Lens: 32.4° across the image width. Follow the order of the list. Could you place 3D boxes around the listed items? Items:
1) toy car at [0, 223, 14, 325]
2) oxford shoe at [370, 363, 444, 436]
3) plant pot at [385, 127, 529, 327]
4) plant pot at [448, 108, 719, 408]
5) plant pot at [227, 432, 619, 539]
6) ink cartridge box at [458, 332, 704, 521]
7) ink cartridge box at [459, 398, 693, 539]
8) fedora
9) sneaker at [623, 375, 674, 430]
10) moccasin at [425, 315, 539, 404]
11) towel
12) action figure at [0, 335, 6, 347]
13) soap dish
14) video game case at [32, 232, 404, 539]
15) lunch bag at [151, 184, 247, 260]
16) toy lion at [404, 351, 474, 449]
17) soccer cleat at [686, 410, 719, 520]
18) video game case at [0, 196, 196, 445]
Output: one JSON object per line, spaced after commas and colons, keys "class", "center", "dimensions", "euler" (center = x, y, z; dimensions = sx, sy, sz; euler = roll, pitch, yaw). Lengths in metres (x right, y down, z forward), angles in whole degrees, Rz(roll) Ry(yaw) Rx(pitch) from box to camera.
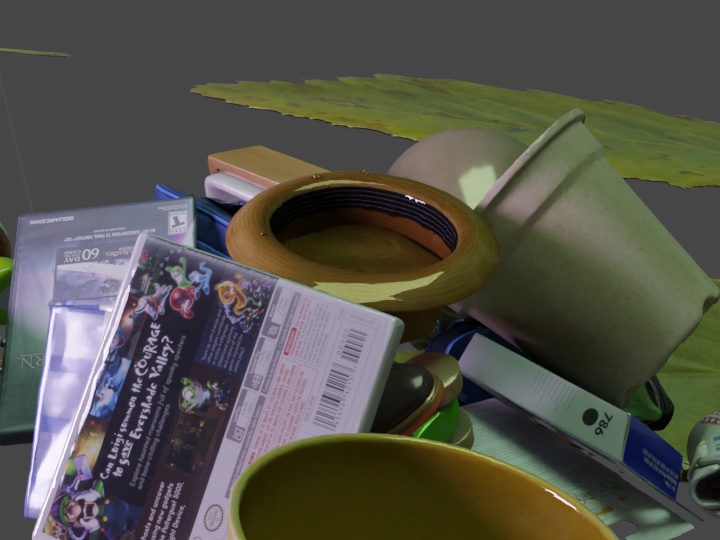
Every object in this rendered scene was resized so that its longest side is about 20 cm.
{"class": "toy car", "center": [-0.365, -0.071, 1.049], "dimensions": [0.156, 0.203, 0.163], "euler": [-8, 26, -44]}
{"class": "oxford shoe", "center": [-0.045, 0.083, 0.795], "dimensions": [0.197, 0.073, 0.072], "euler": [-13, 30, 20]}
{"class": "plant pot", "center": [0.106, -0.022, 1.215], "dimensions": [0.197, 0.203, 0.135], "euler": [11, 26, 1]}
{"class": "plant pot", "center": [0.180, 0.006, 1.002], "dimensions": [0.183, 0.201, 0.200], "euler": [42, 26, 11]}
{"class": "plant pot", "center": [0.022, 0.190, 0.607], "dimensions": [0.197, 0.144, 0.200], "euler": [10, 18, -3]}
{"class": "ink cartridge box", "center": [0.170, 0.114, 0.933], "dimensions": [0.199, 0.039, 0.099], "euler": [30, -4, 44]}
{"class": "ink cartridge box", "center": [0.115, 0.168, 0.897], "dimensions": [0.161, 0.051, 0.199], "euler": [-7, 31, -44]}
{"class": "fedora", "center": [0.000, 0.000, 0.899], "dimensions": [0.197, 0.083, 0.202], "euler": [1, 32, -1]}
{"class": "sneaker", "center": [0.225, 0.097, 1.146], "dimensions": [0.083, 0.077, 0.200], "euler": [26, 15, -20]}
{"class": "moccasin", "center": [0.099, 0.080, 1.112], "dimensions": [0.067, 0.082, 0.199], "euler": [16, 4, 29]}
{"class": "towel", "center": [-0.113, 0.092, 0.774], "dimensions": [0.197, 0.149, 0.024], "euler": [2, -11, 17]}
{"class": "action figure", "center": [-0.292, 0.066, 0.885], "dimensions": [0.054, 0.119, 0.200], "euler": [31, 6, -12]}
{"class": "soap dish", "center": [-0.048, -0.026, 1.178], "dimensions": [0.198, 0.159, 0.081], "euler": [22, 48, 31]}
{"class": "video game case", "center": [-0.087, 0.098, 0.742], "dimensions": [0.180, 0.203, 0.023], "euler": [18, -5, 19]}
{"class": "lunch bag", "center": [-0.097, 0.011, 1.029], "dimensions": [0.198, 0.134, 0.135], "euler": [24, 4, 32]}
{"class": "toy lion", "center": [-0.028, 0.125, 0.843], "dimensions": [0.189, 0.069, 0.201], "euler": [-2, 35, 21]}
{"class": "soccer cleat", "center": [0.280, 0.151, 0.954], "dimensions": [0.085, 0.071, 0.200], "euler": [-6, 3, -8]}
{"class": "video game case", "center": [-0.192, 0.032, 0.923], "dimensions": [0.141, 0.019, 0.202], "euler": [-6, 52, 0]}
